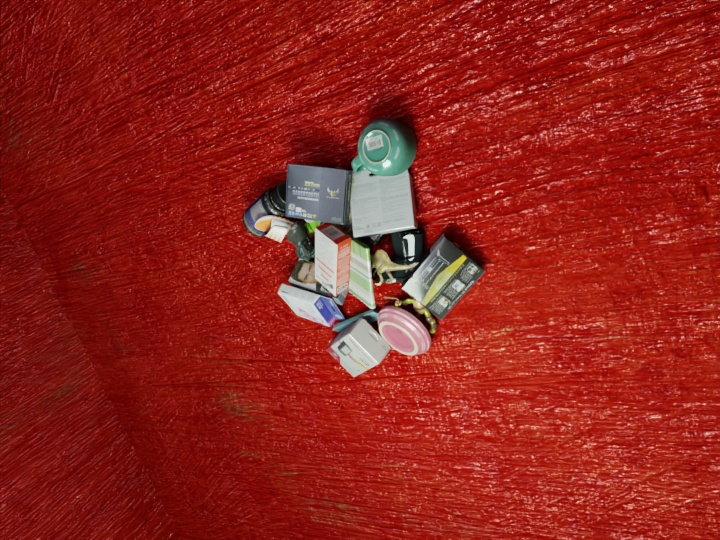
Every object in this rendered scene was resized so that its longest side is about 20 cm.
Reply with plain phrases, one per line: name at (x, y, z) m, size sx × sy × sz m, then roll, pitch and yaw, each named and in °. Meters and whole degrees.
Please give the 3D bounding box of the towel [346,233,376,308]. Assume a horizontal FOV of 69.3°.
towel at (0.000, 0.000, 1.589) m, size 0.149 × 0.030 × 0.204 m, roll 34°, pitch 136°, yaw 51°

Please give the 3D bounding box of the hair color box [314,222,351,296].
hair color box at (-0.087, -0.035, 1.617) m, size 0.110 × 0.063 × 0.203 m, roll 38°, pitch 139°, yaw 34°

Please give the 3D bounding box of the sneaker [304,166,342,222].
sneaker at (-0.133, -0.262, 1.641) m, size 0.201 × 0.072 × 0.115 m, roll -47°, pitch 45°, yaw 14°

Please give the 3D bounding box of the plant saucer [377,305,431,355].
plant saucer at (0.132, 0.203, 1.676) m, size 0.198 × 0.051 × 0.202 m, roll 30°, pitch 148°, yaw 21°

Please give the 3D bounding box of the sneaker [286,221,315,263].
sneaker at (-0.177, -0.089, 1.683) m, size 0.079 × 0.076 × 0.201 m, roll 35°, pitch 165°, yaw 22°

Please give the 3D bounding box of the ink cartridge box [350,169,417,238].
ink cartridge box at (0.063, -0.210, 1.532) m, size 0.192 × 0.043 × 0.205 m, roll -7°, pitch 84°, yaw 23°

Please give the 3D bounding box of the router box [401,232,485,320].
router box at (0.238, 0.019, 1.514) m, size 0.156 × 0.052 × 0.201 m, roll 38°, pitch 109°, yaw -7°

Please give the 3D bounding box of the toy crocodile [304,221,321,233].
toy crocodile at (-0.124, -0.124, 1.712) m, size 0.067 × 0.062 × 0.202 m, roll -30°, pitch 93°, yaw 19°

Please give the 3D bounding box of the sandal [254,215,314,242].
sandal at (-0.245, -0.126, 1.709) m, size 0.202 × 0.060 × 0.079 m, roll 10°, pitch 145°, yaw -20°

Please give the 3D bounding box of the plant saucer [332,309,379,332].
plant saucer at (-0.007, 0.174, 1.787) m, size 0.198 × 0.069 × 0.019 m, roll -25°, pitch 57°, yaw 37°

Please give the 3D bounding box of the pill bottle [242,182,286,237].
pill bottle at (-0.301, -0.204, 1.742) m, size 0.199 × 0.112 × 0.113 m, roll -33°, pitch 95°, yaw 37°

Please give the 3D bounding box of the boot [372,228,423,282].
boot at (0.111, -0.051, 1.596) m, size 0.197 × 0.076 × 0.172 m, roll 4°, pitch 111°, yaw 34°

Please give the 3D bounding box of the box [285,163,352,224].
box at (-0.126, -0.230, 1.555) m, size 0.196 × 0.051 × 0.161 m, roll 10°, pitch 104°, yaw 17°

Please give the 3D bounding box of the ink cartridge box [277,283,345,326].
ink cartridge box at (-0.163, 0.129, 1.792) m, size 0.197 × 0.044 × 0.197 m, roll 17°, pitch 157°, yaw 24°

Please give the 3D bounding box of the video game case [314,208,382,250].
video game case at (-0.023, -0.136, 1.632) m, size 0.180 × 0.025 × 0.201 m, roll 41°, pitch 113°, yaw 4°

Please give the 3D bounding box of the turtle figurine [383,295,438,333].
turtle figurine at (0.181, 0.117, 1.642) m, size 0.196 × 0.065 × 0.164 m, roll -7°, pitch 117°, yaw 23°

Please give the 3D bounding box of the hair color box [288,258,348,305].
hair color box at (-0.133, 0.033, 1.759) m, size 0.197 × 0.100 × 0.061 m, roll 18°, pitch 162°, yaw 22°

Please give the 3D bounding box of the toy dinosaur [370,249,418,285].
toy dinosaur at (0.072, -0.009, 1.553) m, size 0.197 × 0.058 × 0.103 m, roll 21°, pitch 117°, yaw 32°

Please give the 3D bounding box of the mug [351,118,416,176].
mug at (0.060, -0.326, 1.442) m, size 0.151 × 0.114 × 0.187 m, roll 36°, pitch 113°, yaw 17°

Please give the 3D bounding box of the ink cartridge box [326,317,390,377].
ink cartridge box at (-0.011, 0.266, 1.775) m, size 0.147 × 0.086 × 0.200 m, roll 44°, pitch 146°, yaw -3°
